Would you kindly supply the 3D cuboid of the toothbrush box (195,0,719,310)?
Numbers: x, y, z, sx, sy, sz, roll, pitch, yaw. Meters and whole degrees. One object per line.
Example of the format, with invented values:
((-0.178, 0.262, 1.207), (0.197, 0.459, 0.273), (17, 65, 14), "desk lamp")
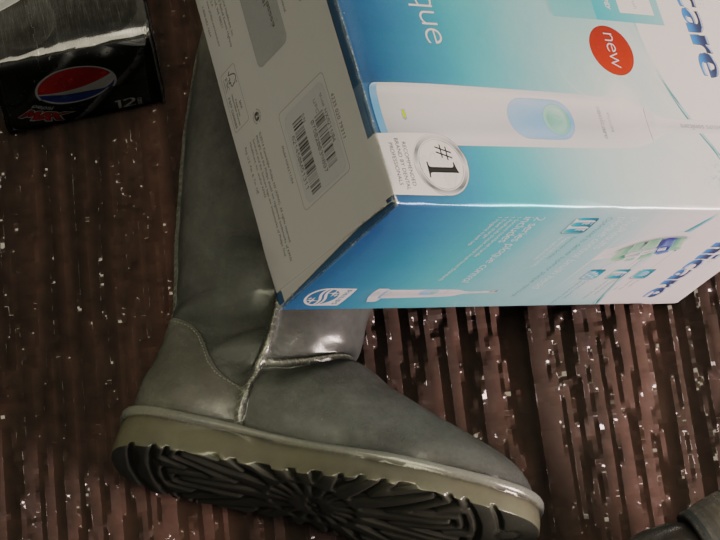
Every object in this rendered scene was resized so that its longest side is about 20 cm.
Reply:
((0.052, -0.068, 0.878), (0.199, 0.085, 0.147), (1, 63, -36), "toothbrush box")

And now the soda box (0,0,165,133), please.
((-0.136, -0.163, 0.968), (0.070, 0.063, 0.201), (-12, 68, -6), "soda box")

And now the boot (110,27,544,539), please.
((0.001, -0.001, 0.911), (0.180, 0.073, 0.201), (15, 62, 2), "boot")

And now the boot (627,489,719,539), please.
((0.090, 0.186, 0.841), (0.173, 0.069, 0.201), (-22, 66, -4), "boot")
